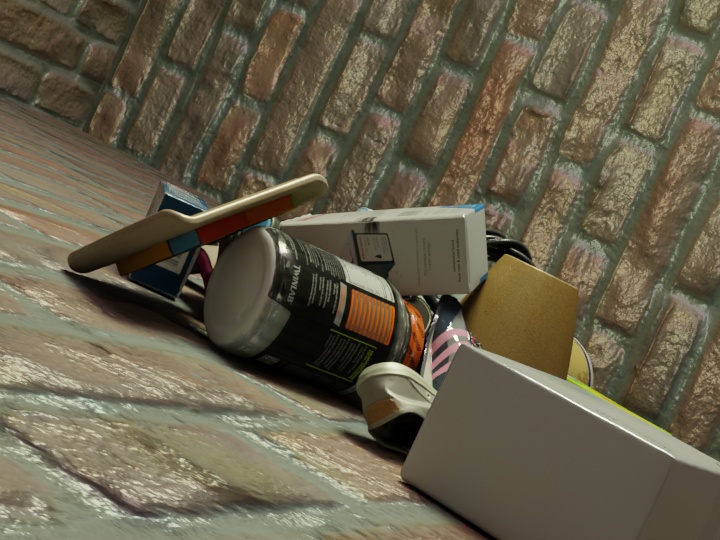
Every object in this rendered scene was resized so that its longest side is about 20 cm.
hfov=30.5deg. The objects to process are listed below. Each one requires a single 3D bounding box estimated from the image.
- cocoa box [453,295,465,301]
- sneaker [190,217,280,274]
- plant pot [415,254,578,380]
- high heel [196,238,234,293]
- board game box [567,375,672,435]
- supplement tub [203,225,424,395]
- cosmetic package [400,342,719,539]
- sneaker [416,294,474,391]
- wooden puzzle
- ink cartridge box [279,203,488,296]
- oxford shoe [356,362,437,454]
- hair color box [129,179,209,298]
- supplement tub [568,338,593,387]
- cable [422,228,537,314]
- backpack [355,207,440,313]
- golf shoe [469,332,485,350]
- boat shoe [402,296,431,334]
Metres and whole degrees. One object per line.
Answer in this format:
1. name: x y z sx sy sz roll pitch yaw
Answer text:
1. cocoa box: 0.097 0.077 1.872 0.199 0.135 0.131 28 3 32
2. sneaker: -0.158 -0.015 1.595 0.198 0.074 0.082 -7 -41 43
3. plant pot: 0.158 0.092 1.474 0.184 0.202 0.186 24 2 -1
4. high heel: -0.150 0.021 1.436 0.066 0.098 0.200 6 -5 -7
5. board game box: 0.267 0.196 1.541 0.047 0.103 0.200 23 4 -28
6. supplement tub: -0.041 0.046 1.267 0.198 0.124 0.122 25 3 -35
7. cosmetic package: 0.174 0.165 1.044 0.198 0.124 0.199 27 4 35
8. sneaker: 0.096 0.102 1.297 0.081 0.071 0.201 13 39 1
9. wooden puzzle: -0.151 -0.038 1.253 0.184 0.038 0.199 -18 -1 44
10. ink cartridge box: 0.029 -0.021 1.407 0.197 0.087 0.146 -4 6 14
11. oxford shoe: 0.070 0.147 1.159 0.199 0.075 0.058 34 38 -37
12. hair color box: -0.214 -0.039 1.481 0.060 0.101 0.200 24 3 -12
13. supplement tub: 0.210 0.133 1.742 0.144 0.147 0.199 27 3 32
14. cable: 0.140 0.019 1.630 0.197 0.165 0.051 16 -38 -8
15. backpack: 0.023 0.032 1.721 0.199 0.151 0.178 33 -31 8
16. golf shoe: 0.120 0.155 1.323 0.073 0.092 0.201 50 8 -38
17. boat shoe: 0.034 0.068 1.452 0.072 0.066 0.200 56 34 6
